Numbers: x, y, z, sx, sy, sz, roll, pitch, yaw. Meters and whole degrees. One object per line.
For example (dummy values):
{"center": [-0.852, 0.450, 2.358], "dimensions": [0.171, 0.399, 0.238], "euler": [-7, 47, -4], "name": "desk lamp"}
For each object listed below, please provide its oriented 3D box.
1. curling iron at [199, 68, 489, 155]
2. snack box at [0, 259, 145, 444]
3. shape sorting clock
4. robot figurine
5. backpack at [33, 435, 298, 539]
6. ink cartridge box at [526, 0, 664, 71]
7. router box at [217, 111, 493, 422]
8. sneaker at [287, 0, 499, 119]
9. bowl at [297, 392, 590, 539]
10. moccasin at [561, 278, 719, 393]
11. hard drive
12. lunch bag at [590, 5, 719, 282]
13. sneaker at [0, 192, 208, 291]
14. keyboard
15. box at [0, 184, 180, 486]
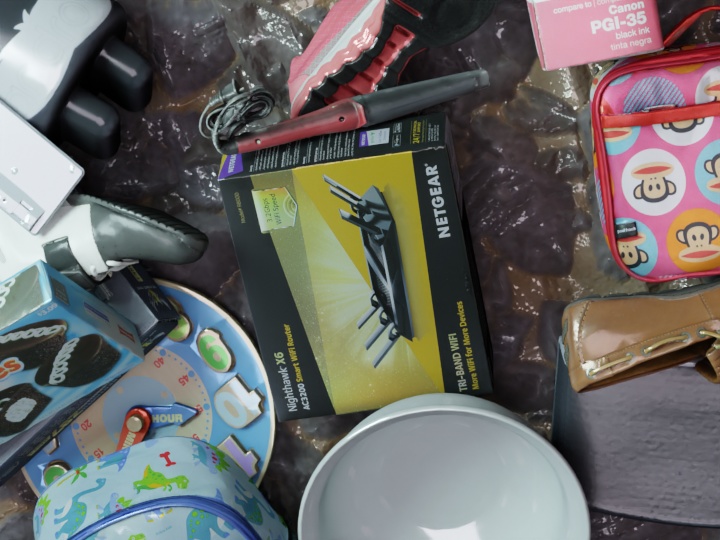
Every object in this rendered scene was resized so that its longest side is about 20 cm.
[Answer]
{"center": [-0.008, -0.110, 1.499], "dimensions": [0.198, 0.026, 0.050], "euler": [-8, 133, -12], "name": "curling iron"}
{"center": [-0.258, 0.075, 1.521], "dimensions": [0.199, 0.116, 0.037], "euler": [-30, 57, 15], "name": "snack box"}
{"center": [-0.158, 0.105, 1.630], "dimensions": [0.198, 0.039, 0.202], "euler": [1, 101, 6], "name": "shape sorting clock"}
{"center": [-0.239, -0.157, 1.548], "dimensions": [0.199, 0.150, 0.125], "euler": [31, 126, 2], "name": "robot figurine"}
{"center": [-0.127, 0.226, 1.564], "dimensions": [0.182, 0.147, 0.201], "euler": [-25, 122, 10], "name": "backpack"}
{"center": [0.138, -0.240, 1.473], "dimensions": [0.082, 0.147, 0.202], "euler": [-10, 100, 6], "name": "ink cartridge box"}
{"center": [0.000, 0.000, 1.552], "dimensions": [0.156, 0.052, 0.201], "euler": [-9, 120, 8], "name": "router box"}
{"center": [0.017, -0.177, 1.531], "dimensions": [0.200, 0.087, 0.074], "euler": [-44, 128, 17], "name": "sneaker"}
{"center": [0.058, 0.161, 1.577], "dimensions": [0.199, 0.091, 0.203], "euler": [1, 115, 1], "name": "bowl"}
{"center": [0.236, 0.047, 1.521], "dimensions": [0.199, 0.074, 0.078], "euler": [-6, 72, -6], "name": "moccasin"}
{"center": [0.232, 0.116, 1.584], "dimensions": [0.198, 0.042, 0.136], "euler": [5, 101, 6], "name": "hard drive"}
{"center": [0.254, -0.090, 1.525], "dimensions": [0.198, 0.082, 0.178], "euler": [-8, 98, 4], "name": "lunch bag"}
{"center": [-0.195, -0.010, 1.530], "dimensions": [0.198, 0.074, 0.089], "euler": [10, 89, 23], "name": "sneaker"}
{"center": [-0.274, -0.107, 1.494], "dimensions": [0.200, 0.011, 0.056], "euler": [39, 93, 1], "name": "keyboard"}
{"center": [-0.249, 0.039, 1.606], "dimensions": [0.200, 0.051, 0.158], "euler": [-42, 78, 13], "name": "box"}
